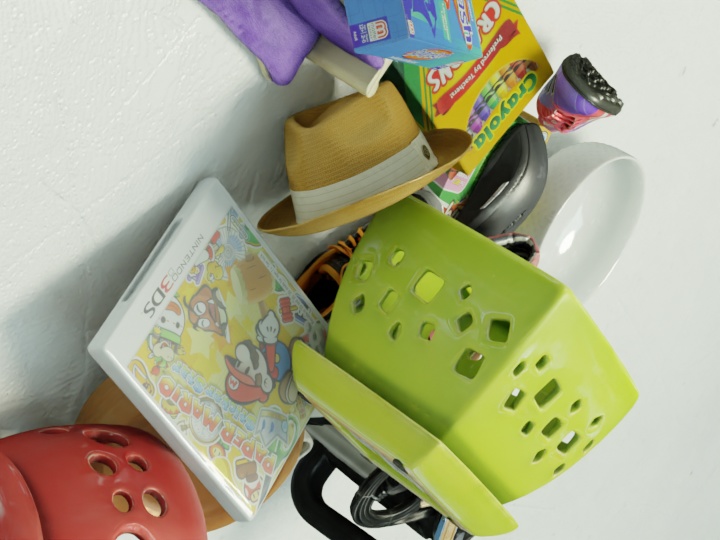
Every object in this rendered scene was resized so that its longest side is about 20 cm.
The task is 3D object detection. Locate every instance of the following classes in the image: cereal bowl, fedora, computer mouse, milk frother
[{"bbox_3d":[0.207,-0.049,1.719,0.200,0.083,0.201,-37,146,-30],"label":"cereal bowl"},{"bbox_3d":[-0.008,-0.098,1.314,0.200,0.200,0.082,-33,106,-35],"label":"fedora"},{"bbox_3d":[0.136,-0.036,1.581,0.201,0.046,0.140,-55,149,-2],"label":"computer mouse"},{"bbox_3d":[0.019,0.162,1.545,0.180,0.188,0.201,-42,147,-23],"label":"milk frother"}]

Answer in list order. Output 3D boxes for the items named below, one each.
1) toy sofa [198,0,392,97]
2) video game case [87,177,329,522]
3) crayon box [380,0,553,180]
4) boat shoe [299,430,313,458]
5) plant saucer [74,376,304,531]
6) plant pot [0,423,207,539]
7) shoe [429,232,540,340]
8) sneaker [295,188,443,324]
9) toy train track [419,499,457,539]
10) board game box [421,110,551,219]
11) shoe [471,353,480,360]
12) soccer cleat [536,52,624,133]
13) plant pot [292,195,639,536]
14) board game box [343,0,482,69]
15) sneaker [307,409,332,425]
[{"bbox_3d":[-0.047,-0.196,1.200,0.098,0.083,0.200,-55,151,-4],"label":"toy sofa"},{"bbox_3d":[-0.104,0.061,1.284,0.201,0.023,0.183,54,49,-30],"label":"video game case"},{"bbox_3d":[0.089,-0.174,1.412,0.127,0.051,0.200,-51,137,-10],"label":"crayon box"},{"bbox_3d":[-0.123,0.182,1.474,0.199,0.069,0.071,-32,145,-35],"label":"boat shoe"},{"bbox_3d":[-0.139,0.148,1.358,0.198,0.038,0.202,-10,126,-13],"label":"plant saucer"},{"bbox_3d":[-0.242,0.212,1.213,0.182,0.200,0.202,8,114,-48],"label":"plant pot"},{"bbox_3d":[0.077,0.033,1.502,0.199,0.072,0.091,-24,147,-25],"label":"shoe"},{"bbox_3d":[0.000,0.000,1.473,0.200,0.078,0.077,-48,145,-12],"label":"sneaker"},{"bbox_3d":[0.091,0.228,1.493,0.114,0.032,0.201,-18,134,-46],"label":"toy train track"},{"bbox_3d":[0.093,-0.062,1.582,0.152,0.040,0.201,0,119,-56],"label":"board game box"},{"bbox_3d":[0.029,0.071,1.578,0.199,0.053,0.071,10,67,-38],"label":"shoe"},{"bbox_3d":[0.192,-0.152,1.498,0.073,0.068,0.200,-42,-179,12],"label":"soccer cleat"},{"bbox_3d":[0.075,0.085,1.319,0.182,0.198,0.200,-51,141,-9],"label":"plant pot"},{"bbox_3d":[0.030,-0.228,1.187,0.200,0.045,0.154,-12,90,-72],"label":"board game box"},{"bbox_3d":[-0.075,0.114,1.432,0.199,0.073,0.112,21,122,-29],"label":"sneaker"}]
